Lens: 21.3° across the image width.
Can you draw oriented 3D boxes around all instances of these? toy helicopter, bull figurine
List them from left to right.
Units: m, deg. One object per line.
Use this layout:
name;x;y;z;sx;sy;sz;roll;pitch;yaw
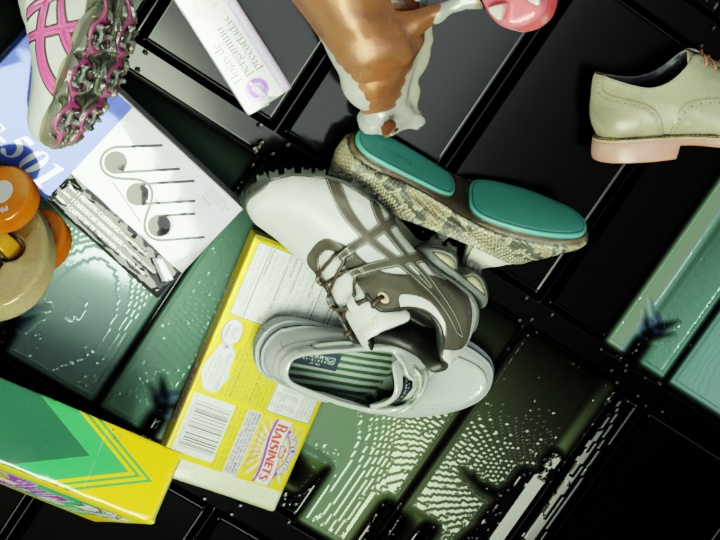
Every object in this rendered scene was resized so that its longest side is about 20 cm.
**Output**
toy helicopter;-0.308;-0.004;1.339;0.199;0.079;0.133;6;65;18
bull figurine;0.008;-0.191;1.368;0.121;0.065;0.200;-38;109;0

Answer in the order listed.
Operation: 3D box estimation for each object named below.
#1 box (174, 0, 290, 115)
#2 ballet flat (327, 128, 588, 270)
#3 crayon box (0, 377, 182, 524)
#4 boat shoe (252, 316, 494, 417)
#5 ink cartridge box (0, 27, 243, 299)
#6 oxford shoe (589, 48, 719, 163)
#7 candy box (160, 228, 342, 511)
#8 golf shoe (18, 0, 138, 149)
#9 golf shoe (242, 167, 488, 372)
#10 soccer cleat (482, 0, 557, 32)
box;-0.118;-0.205;1.356;0.039;0.041;0.201;-32;109;3
ballet flat;0.067;-0.041;1.428;0.199;0.068;0.076;20;124;-8
crayon box;-0.233;0.122;1.349;0.172;0.200;0.059;24;77;-15
boat shoe;0.017;0.082;1.430;0.199;0.067;0.074;5;109;-24
ink cartridge box;-0.188;-0.081;1.379;0.094;0.044;0.200;-45;107;4
oxford shoe;0.267;-0.129;1.424;0.199;0.071;0.074;-10;105;-6
candy box;-0.074;0.077;1.452;0.102;0.026;0.201;20;102;-20
golf shoe;-0.198;-0.185;1.307;0.092;0.073;0.201;20;101;22
golf shoe;0.000;0.000;1.382;0.199;0.095;0.078;28;137;-10
soccer cleat;0.094;-0.267;1.366;0.066;0.076;0.201;-17;91;18
